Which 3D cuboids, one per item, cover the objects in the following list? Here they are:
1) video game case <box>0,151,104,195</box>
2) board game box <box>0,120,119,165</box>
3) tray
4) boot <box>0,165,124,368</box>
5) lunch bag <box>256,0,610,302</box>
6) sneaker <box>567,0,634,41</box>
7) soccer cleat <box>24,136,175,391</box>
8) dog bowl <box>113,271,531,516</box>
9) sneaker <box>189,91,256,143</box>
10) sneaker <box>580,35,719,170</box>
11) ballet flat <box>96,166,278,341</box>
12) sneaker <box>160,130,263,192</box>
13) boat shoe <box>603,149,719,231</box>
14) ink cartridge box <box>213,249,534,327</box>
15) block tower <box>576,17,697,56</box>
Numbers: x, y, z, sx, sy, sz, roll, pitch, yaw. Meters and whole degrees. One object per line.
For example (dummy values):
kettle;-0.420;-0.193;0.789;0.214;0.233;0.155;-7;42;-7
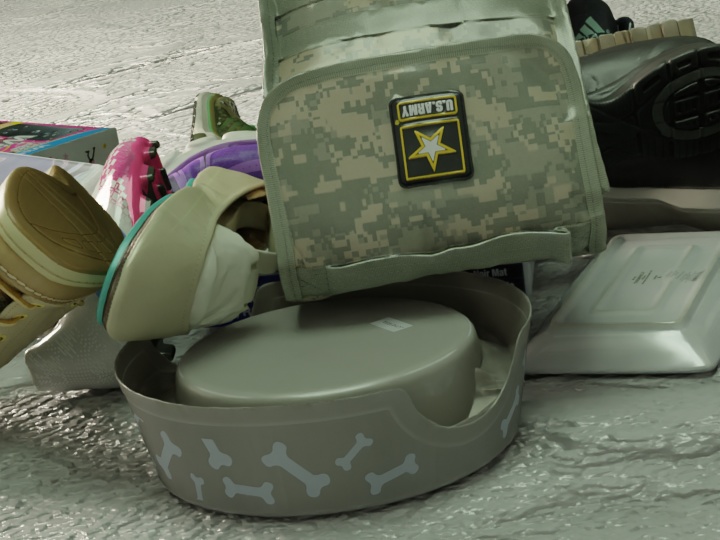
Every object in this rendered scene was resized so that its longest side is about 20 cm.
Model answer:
video game case;-0.270;-0.006;1.227;0.181;0.023;0.200;9;44;46
board game box;-0.291;-0.065;1.497;0.199;0.065;0.147;9;23;43
tray;0.154;0.012;1.085;0.106;0.022;0.200;-1;17;20
boot;-0.193;0.022;0.996;0.155;0.073;0.200;-43;9;2
lunch bag;0.032;-0.074;1.017;0.162;0.118;0.201;-9;42;2
sneaker;0.158;-0.127;1.344;0.077;0.141;0.200;-8;15;-13
soccer cleat;-0.150;-0.008;1.138;0.085;0.070;0.201;-14;35;8
dog bowl;-0.014;0.055;0.949;0.198;0.059;0.200;-7;16;2
sneaker;-0.080;-0.075;1.444;0.088;0.078;0.200;4;20;-5
sneaker;0.127;-0.089;1.165;0.198;0.077;0.091;-12;21;-3
ballet flat;-0.074;-0.009;0.991;0.069;0.070;0.200;-5;17;10
sneaker;-0.117;-0.023;1.259;0.199;0.081;0.083;-23;22;-18
boat shoe;0.164;-0.061;1.218;0.198;0.061;0.074;3;-14;29
ink cartridge box;0.000;0.000;1.137;0.197;0.041;0.200;-5;9;9
block tower;0.123;-0.106;1.257;0.198;0.058;0.054;-10;-19;2
